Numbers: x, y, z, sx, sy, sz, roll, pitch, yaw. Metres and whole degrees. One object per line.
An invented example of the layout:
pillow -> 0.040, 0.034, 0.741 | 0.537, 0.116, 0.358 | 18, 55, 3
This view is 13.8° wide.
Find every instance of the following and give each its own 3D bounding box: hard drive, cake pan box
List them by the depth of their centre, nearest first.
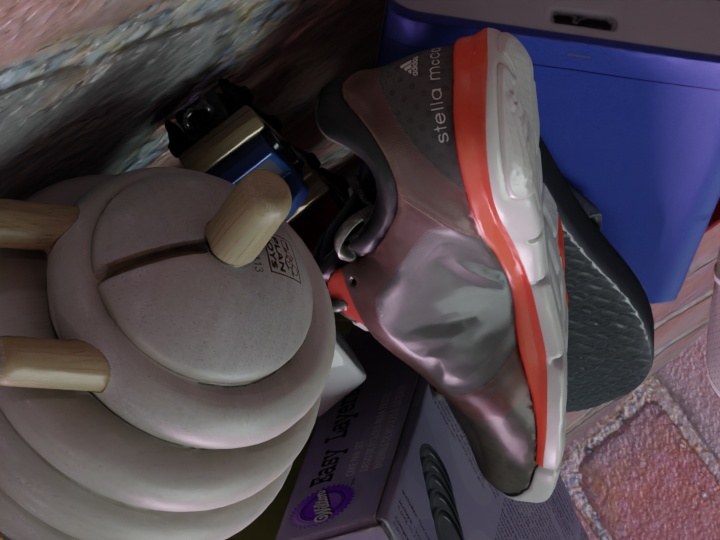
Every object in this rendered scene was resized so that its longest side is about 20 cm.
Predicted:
hard drive -> 0.067, -0.045, 1.078 | 0.131, 0.025, 0.200 | 8, 156, -1
cake pan box -> 0.044, 0.128, 1.137 | 0.052, 0.201, 0.184 | -17, -154, 22

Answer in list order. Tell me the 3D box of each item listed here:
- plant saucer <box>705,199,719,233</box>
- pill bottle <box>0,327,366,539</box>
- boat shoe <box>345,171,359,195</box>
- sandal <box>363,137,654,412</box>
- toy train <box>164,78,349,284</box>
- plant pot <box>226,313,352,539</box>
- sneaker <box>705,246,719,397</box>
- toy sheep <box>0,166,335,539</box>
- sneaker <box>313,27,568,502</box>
plant saucer -> 0.137, -0.097, 1.187 | 0.199, 0.037, 0.200 | -34, 145, -14
pill bottle -> -0.101, 0.065, 1.079 | 0.200, 0.111, 0.111 | -37, 171, 2
boat shoe -> 0.000, 0.000, 1.253 | 0.200, 0.074, 0.065 | -42, 174, 29
sandal -> 0.060, -0.011, 1.086 | 0.076, 0.043, 0.200 | -8, 143, 15
toy train -> -0.018, -0.017, 1.040 | 0.034, 0.046, 0.200 | -36, 155, 6
plant pot -> -0.038, 0.139, 1.226 | 0.199, 0.191, 0.200 | -13, 156, -6
sneaker -> 0.156, -0.029, 1.191 | 0.115, 0.074, 0.201 | -4, 120, -41
toy sheep -> -0.075, 0.030, 0.942 | 0.138, 0.138, 0.200 | -29, 171, -40
sneaker -> 0.027, 0.000, 1.006 | 0.081, 0.077, 0.201 | -5, 131, 7
